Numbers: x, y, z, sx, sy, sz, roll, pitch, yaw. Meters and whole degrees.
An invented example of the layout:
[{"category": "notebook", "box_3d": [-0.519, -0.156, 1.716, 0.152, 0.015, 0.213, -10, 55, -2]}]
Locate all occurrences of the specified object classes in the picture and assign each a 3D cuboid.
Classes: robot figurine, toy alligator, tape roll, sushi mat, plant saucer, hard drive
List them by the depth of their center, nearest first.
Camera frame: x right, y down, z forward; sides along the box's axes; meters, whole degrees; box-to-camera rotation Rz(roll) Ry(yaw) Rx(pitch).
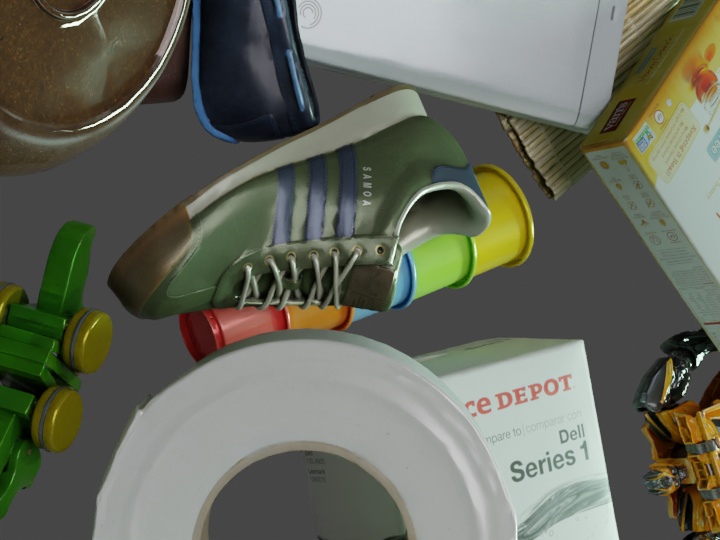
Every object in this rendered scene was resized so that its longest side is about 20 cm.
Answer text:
[{"category": "plant saucer", "box_3d": [-0.137, -0.139, 0.876, 0.200, 0.034, 0.202, -18, 113, -48]}, {"category": "toy alligator", "box_3d": [-0.161, 0.074, 0.932, 0.054, 0.059, 0.201, 59, 48, -65]}, {"category": "tape roll", "box_3d": [-0.027, 0.129, 0.948, 0.201, 0.071, 0.204, 0, 93, 0]}, {"category": "hard drive", "box_3d": [0.053, -0.159, 1.068, 0.199, 0.027, 0.133, 12, 88, -24]}, {"category": "sushi mat", "box_3d": [0.156, -0.136, 1.140, 0.200, 0.012, 0.096, -40, 113, -18]}, {"category": "robot figurine", "box_3d": [0.250, 0.091, 1.205, 0.199, 0.058, 0.146, -23, 97, -33]}]

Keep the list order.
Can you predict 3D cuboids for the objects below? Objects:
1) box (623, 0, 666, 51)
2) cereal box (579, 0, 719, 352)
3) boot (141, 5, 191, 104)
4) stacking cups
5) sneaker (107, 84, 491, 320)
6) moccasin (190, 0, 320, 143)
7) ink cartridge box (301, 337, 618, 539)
[{"category": "box", "box_3d": [0.215, -0.196, 1.215, 0.156, 0.041, 0.201, 37, 66, -26]}, {"category": "cereal box", "box_3d": [0.219, -0.045, 1.138, 0.200, 0.039, 0.144, 51, 56, -24]}, {"category": "boot", "box_3d": [-0.151, -0.071, 0.948, 0.199, 0.064, 0.188, -17, 106, -42]}, {"category": "stacking cups", "box_3d": [0.000, 0.000, 1.039, 0.199, 0.060, 0.061, -22, 98, -34]}, {"category": "sneaker", "box_3d": [-0.019, -0.014, 0.973, 0.200, 0.067, 0.090, -32, 72, -30]}, {"category": "moccasin", "box_3d": [-0.045, -0.165, 0.988, 0.080, 0.068, 0.201, -45, 135, -75]}, {"category": "ink cartridge box", "box_3d": [0.058, 0.145, 1.054, 0.145, 0.084, 0.201, -13, 94, -35]}]
